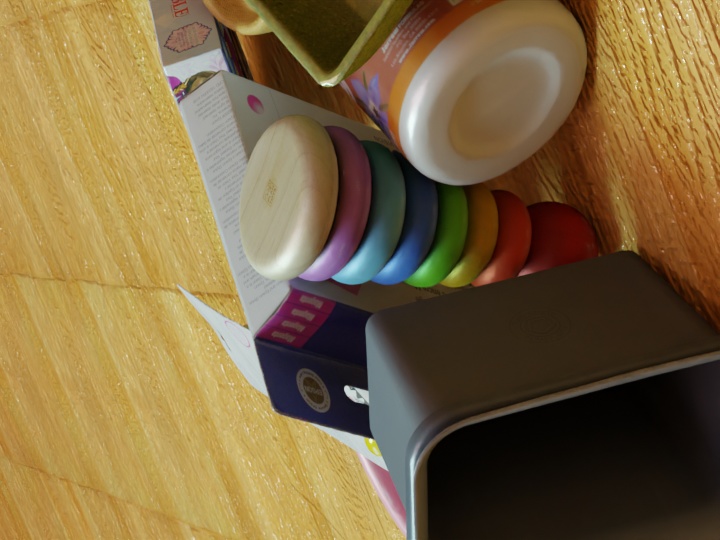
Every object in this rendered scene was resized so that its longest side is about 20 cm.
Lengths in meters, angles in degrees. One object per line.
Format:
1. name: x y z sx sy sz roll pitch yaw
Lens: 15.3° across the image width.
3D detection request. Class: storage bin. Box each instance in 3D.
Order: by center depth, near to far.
1. storage bin: 0.098 0.078 1.374 0.135 0.199 0.146 -122 24 -52

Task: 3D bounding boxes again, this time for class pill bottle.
1. pill bottle: 0.021 -0.145 1.408 0.200 0.112 0.113 50 156 37

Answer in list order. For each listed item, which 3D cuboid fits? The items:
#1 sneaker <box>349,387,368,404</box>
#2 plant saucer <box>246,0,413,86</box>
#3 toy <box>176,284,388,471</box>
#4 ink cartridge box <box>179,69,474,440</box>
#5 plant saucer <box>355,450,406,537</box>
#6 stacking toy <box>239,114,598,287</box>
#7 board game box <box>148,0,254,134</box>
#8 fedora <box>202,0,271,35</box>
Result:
1. sneaker: 0.032 0.031 1.610 0.200 0.070 0.094 43 118 41
2. plant saucer: 0.003 -0.218 1.334 0.200 0.048 0.200 -53 52 17
3. toy: -0.023 0.067 1.716 0.200 0.047 0.115 33 163 45
4. ink cartridge box: 0.000 0.000 1.498 0.043 0.196 0.201 -35 59 28
5. plant saucer: 0.047 0.105 1.745 0.201 0.051 0.201 53 158 32
6. stacking toy: 0.040 -0.025 1.415 0.085 0.199 0.086 -26 60 57
7. board game box: -0.089 -0.109 1.717 0.200 0.041 0.201 -107 -2 -52
8. fedora: -0.057 -0.198 1.587 0.201 0.081 0.201 52 157 33
